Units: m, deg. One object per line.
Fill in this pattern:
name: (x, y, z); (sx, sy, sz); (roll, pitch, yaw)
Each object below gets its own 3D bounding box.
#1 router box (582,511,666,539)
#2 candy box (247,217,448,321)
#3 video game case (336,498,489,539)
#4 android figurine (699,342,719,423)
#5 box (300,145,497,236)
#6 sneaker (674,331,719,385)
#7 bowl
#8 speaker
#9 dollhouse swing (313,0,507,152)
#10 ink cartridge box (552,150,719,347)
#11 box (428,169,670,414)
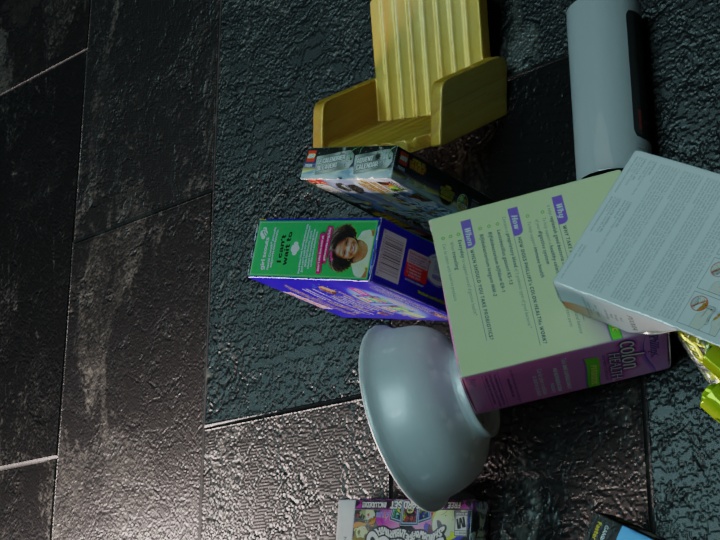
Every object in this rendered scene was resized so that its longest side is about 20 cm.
router box: (0.250, 0.345, 1.200); (0.148, 0.051, 0.202); (19, 90, 44)
candy box: (0.000, 0.000, 1.472); (0.199, 0.168, 0.078); (0, 73, 44)
video game case: (0.050, 0.339, 1.408); (0.199, 0.036, 0.183); (-8, 72, 42)
android figurine: (0.383, 0.076, 1.124); (0.200, 0.041, 0.182); (42, 86, 20)
box: (0.051, -0.084, 1.428); (0.136, 0.199, 0.040); (3, 75, 43)
sneaker: (0.330, 0.074, 1.195); (0.075, 0.076, 0.201); (-48, 50, 20)
bowl: (0.084, 0.138, 1.343); (0.090, 0.201, 0.203); (-22, 61, 21)
speaker: (0.256, -0.180, 1.345); (0.081, 0.081, 0.202); (-16, 66, 40)
dollhouse swing: (0.045, -0.240, 1.501); (0.199, 0.181, 0.178); (0, 110, 44)
ink cartridge box: (0.295, -0.011, 1.159); (0.199, 0.050, 0.163); (24, 71, 34)
box: (0.183, 0.022, 1.275); (0.198, 0.097, 0.178); (-15, 60, 8)
